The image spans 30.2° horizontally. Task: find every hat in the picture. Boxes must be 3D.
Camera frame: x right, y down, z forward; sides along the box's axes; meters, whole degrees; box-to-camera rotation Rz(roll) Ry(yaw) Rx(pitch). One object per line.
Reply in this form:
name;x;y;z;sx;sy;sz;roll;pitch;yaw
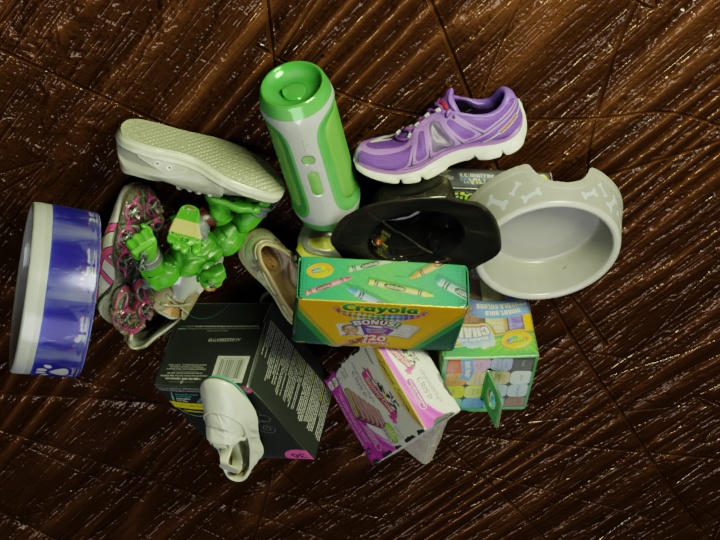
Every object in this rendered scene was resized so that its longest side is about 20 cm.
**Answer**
hat;0.066;-0.061;1.537;0.199;0.081;0.201;3;149;2

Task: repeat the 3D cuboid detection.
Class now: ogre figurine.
ogre figurine;-0.186;-0.039;1.561;0.098;0.200;0.120;35;145;6

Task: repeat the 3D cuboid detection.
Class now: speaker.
speaker;-0.054;-0.136;1.488;0.088;0.089;0.201;-9;140;6

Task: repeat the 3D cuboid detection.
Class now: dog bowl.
dog bowl;-0.360;0.024;1.566;0.078;0.201;0.200;7;139;-17
dog bowl;0.219;-0.041;1.591;0.199;0.059;0.201;-3;139;-3

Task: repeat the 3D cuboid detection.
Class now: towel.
towel;0.060;0.195;1.855;0.132;0.034;0.200;38;155;14

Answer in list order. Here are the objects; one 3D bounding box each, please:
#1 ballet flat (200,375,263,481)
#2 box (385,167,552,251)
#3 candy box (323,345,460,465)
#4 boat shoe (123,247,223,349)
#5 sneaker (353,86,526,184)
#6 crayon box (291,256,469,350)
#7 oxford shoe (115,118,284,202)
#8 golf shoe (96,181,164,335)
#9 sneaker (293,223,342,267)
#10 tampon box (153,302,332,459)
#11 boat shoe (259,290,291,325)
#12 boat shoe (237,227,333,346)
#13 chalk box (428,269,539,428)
ballet flat;-0.162;0.207;1.674;0.069;0.070;0.200;-6;145;3
box;0.125;-0.074;1.616;0.199;0.035;0.110;2;140;-7
candy box;0.036;0.159;1.714;0.061;0.137;0.200;-26;170;-27
boat shoe;-0.236;0.031;1.688;0.074;0.069;0.200;22;134;-28
sneaker;0.085;-0.161;1.496;0.199;0.081;0.084;-17;126;2
crayon box;0.021;0.040;1.575;0.199;0.059;0.119;3;152;-4
oxford shoe;-0.184;-0.115;1.512;0.199;0.075;0.058;16;126;-12
golf shoe;-0.293;-0.023;1.613;0.072;0.092;0.201;-18;132;-44
sneaker;0.000;0.000;1.648;0.199;0.075;0.077;32;89;-24
tampon box;-0.149;0.149;1.763;0.149;0.127;0.200;-2;144;27
boat shoe;-0.033;0.063;1.744;0.198;0.066;0.075;8;140;-13
boat shoe;-0.073;0.029;1.659;0.200;0.063;0.073;42;85;-25
chalk box;0.152;0.101;1.699;0.123;0.201;0.125;0;140;-4
